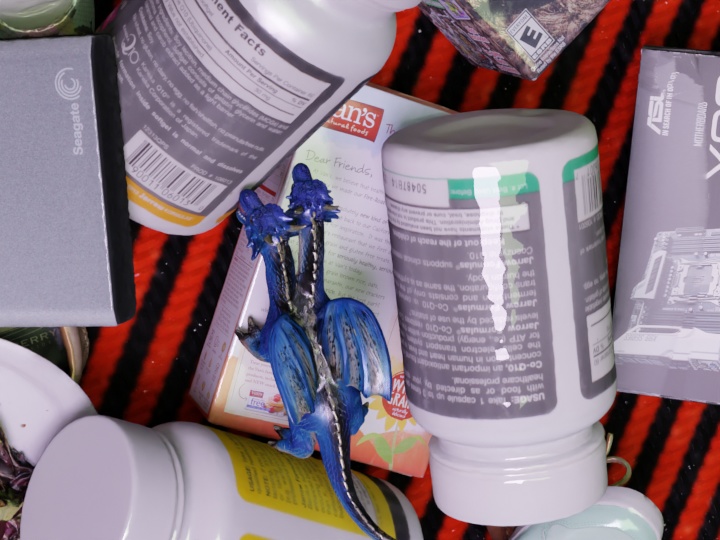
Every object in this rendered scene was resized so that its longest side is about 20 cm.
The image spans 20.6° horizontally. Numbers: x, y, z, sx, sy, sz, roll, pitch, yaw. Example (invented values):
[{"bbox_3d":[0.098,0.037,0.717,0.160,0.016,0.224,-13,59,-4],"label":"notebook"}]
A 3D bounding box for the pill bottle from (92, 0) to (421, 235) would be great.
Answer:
[{"bbox_3d":[-0.055,-0.117,0.982,0.116,0.117,0.200,36,122,-20],"label":"pill bottle"}]

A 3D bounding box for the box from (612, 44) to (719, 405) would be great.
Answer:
[{"bbox_3d":[0.228,-0.023,1.131,0.157,0.050,0.201,7,100,9],"label":"box"}]

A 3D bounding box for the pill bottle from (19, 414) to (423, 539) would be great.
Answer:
[{"bbox_3d":[-0.071,0.144,1.042,0.199,0.114,0.115,22,94,-40],"label":"pill bottle"}]

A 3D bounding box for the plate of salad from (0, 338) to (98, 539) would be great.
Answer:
[{"bbox_3d":[-0.228,0.113,1.020,0.199,0.048,0.201,-8,130,-10],"label":"plate of salad"}]

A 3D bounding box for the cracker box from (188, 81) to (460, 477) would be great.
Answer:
[{"bbox_3d":[0.000,0.000,1.095,0.133,0.058,0.201,17,96,-20],"label":"cracker box"}]

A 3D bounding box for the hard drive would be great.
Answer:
[{"bbox_3d":[-0.211,-0.042,0.979,0.199,0.033,0.140,-1,100,17],"label":"hard drive"}]

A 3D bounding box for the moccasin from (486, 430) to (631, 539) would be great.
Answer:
[{"bbox_3d":[0.110,0.100,1.136,0.073,0.078,0.203,-4,103,-16],"label":"moccasin"}]

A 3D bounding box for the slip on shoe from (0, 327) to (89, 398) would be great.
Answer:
[{"bbox_3d":[-0.197,-0.021,1.029,0.076,0.061,0.201,-22,106,-11],"label":"slip on shoe"}]

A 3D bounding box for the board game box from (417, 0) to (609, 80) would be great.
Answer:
[{"bbox_3d":[0.065,-0.229,1.048,0.200,0.097,0.160,44,86,-20],"label":"board game box"}]

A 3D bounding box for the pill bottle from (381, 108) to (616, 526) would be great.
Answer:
[{"bbox_3d":[0.075,0.023,1.033,0.112,0.113,0.201,-10,105,-15],"label":"pill bottle"}]

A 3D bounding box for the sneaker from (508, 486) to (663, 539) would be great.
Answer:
[{"bbox_3d":[0.090,0.208,1.091,0.200,0.118,0.074,-39,110,23],"label":"sneaker"}]

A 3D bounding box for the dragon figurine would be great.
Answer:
[{"bbox_3d":[-0.020,0.049,0.997,0.059,0.099,0.201,-15,75,-14],"label":"dragon figurine"}]

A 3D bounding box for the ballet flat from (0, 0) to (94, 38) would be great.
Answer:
[{"bbox_3d":[-0.177,-0.187,0.997,0.069,0.071,0.201,-15,105,-17],"label":"ballet flat"}]
